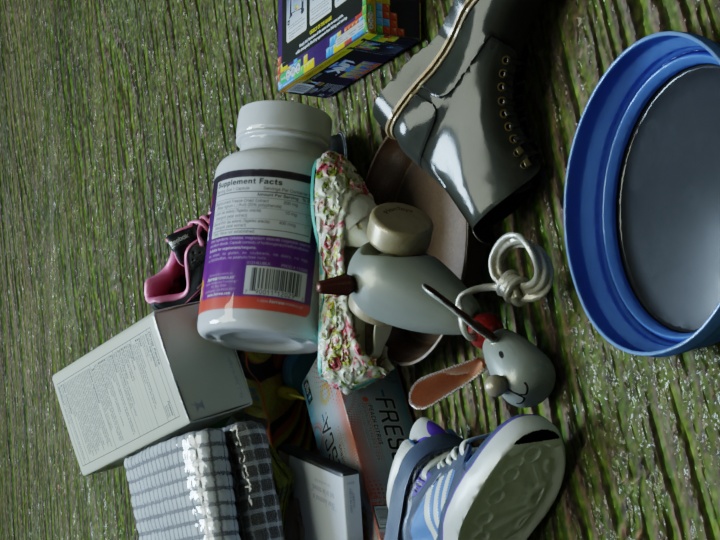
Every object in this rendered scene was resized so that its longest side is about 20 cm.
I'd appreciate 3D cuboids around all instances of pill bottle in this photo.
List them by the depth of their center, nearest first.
[{"bbox_3d":[-0.074,-0.037,1.387,0.111,0.111,0.201,-23,58,62],"label":"pill bottle"}]

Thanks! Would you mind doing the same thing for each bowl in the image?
[{"bbox_3d":[0.196,-0.046,1.018,0.200,0.039,0.202,-176,90,-65],"label":"bowl"}]

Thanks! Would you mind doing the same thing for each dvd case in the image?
[{"bbox_3d":[-0.031,0.251,1.337,0.143,0.017,0.201,-173,77,-65],"label":"dvd case"}]

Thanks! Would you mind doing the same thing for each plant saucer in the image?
[{"bbox_3d":[0.051,-0.023,1.326,0.200,0.034,0.202,-176,90,-65],"label":"plant saucer"}]

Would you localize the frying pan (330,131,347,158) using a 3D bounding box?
[{"bbox_3d":[-0.030,-0.038,1.470,0.115,0.031,0.191,112,161,-56],"label":"frying pan"}]

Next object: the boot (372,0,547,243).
[{"bbox_3d":[0.114,-0.133,1.193,0.139,0.077,0.200,54,125,22],"label":"boot"}]

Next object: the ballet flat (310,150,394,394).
[{"bbox_3d":[0.000,0.000,1.336,0.064,0.075,0.201,-5,86,33],"label":"ballet flat"}]

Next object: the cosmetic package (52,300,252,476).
[{"bbox_3d":[-0.190,0.107,1.463,0.200,0.073,0.104,-27,79,48],"label":"cosmetic package"}]

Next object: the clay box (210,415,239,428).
[{"bbox_3d":[-0.177,0.170,1.598,0.199,0.115,0.048,4,52,47],"label":"clay box"}]

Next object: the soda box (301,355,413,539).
[{"bbox_3d":[0.010,0.157,1.355,0.069,0.063,0.201,120,144,-44],"label":"soda box"}]

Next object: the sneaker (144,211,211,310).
[{"bbox_3d":[-0.131,-0.027,1.528,0.200,0.095,0.079,-53,44,19],"label":"sneaker"}]

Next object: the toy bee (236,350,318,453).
[{"bbox_3d":[-0.094,0.086,1.488,0.131,0.108,0.201,-19,86,48],"label":"toy bee"}]

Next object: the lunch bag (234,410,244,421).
[{"bbox_3d":[-0.130,0.057,1.645,0.161,0.082,0.201,-44,49,51],"label":"lunch bag"}]

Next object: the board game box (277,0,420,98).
[{"bbox_3d":[-0.013,-0.260,1.466,0.200,0.056,0.166,161,112,-63],"label":"board game box"}]

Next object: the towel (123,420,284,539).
[{"bbox_3d":[-0.124,0.222,1.379,0.200,0.085,0.167,-31,68,63],"label":"towel"}]

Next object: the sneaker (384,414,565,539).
[{"bbox_3d":[0.071,0.144,1.206,0.147,0.080,0.201,-120,35,-43],"label":"sneaker"}]

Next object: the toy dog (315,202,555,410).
[{"bbox_3d":[0.044,0.032,1.193,0.200,0.096,0.133,18,120,48],"label":"toy dog"}]

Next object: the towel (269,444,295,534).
[{"bbox_3d":[-0.086,0.242,1.417,0.086,0.018,0.201,-132,42,-55],"label":"towel"}]
